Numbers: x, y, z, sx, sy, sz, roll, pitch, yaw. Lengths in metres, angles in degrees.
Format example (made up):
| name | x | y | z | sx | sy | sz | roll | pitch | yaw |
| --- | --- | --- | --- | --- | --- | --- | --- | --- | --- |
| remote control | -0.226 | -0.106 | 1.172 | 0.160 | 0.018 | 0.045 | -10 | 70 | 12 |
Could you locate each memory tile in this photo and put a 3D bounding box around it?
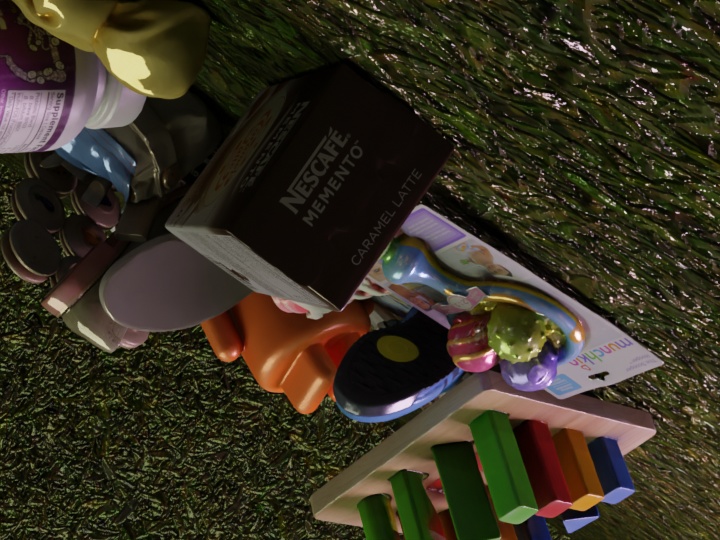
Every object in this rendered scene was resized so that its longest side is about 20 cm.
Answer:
| name | x | y | z | sx | sy | sz | roll | pitch | yaw |
| --- | --- | --- | --- | --- | --- | --- | --- | --- | --- |
| memory tile | -0.222 | -0.040 | 1.341 | 0.153 | 0.017 | 0.201 | 39 | -146 | -29 |

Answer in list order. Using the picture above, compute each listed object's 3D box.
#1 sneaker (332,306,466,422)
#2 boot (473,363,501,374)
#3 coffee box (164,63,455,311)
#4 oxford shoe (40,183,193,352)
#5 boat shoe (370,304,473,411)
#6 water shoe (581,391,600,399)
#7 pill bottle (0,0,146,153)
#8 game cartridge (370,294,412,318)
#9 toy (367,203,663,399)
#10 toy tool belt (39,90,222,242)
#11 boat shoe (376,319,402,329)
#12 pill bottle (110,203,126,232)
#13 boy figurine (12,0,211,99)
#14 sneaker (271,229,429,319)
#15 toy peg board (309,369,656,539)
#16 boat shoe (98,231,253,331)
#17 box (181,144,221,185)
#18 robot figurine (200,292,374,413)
| name | x | y | z | sx | sy | sz | roll | pitch | yaw |
| --- | --- | --- | --- | --- | --- | --- | --- | --- | --- |
| sneaker | 0.037 | 0.072 | 1.132 | 0.066 | 0.079 | 0.200 | 27 | -150 | 16 |
| boot | 0.091 | 0.113 | 1.266 | 0.070 | 0.146 | 0.200 | 58 | -175 | 21 |
| coffee box | -0.037 | -0.048 | 0.947 | 0.080 | 0.115 | 0.200 | 36 | 172 | -15 |
| oxford shoe | -0.174 | -0.001 | 1.286 | 0.074 | 0.200 | 0.071 | 47 | 131 | -5 |
| boat shoe | 0.051 | 0.092 | 1.558 | 0.200 | 0.068 | 0.075 | 44 | -177 | 38 |
| water shoe | 0.144 | 0.126 | 1.409 | 0.071 | 0.079 | 0.200 | 36 | 173 | -14 |
| pill bottle | -0.240 | -0.131 | 1.041 | 0.199 | 0.113 | 0.112 | -7 | -157 | -39 |
| game cartridge | 0.031 | 0.006 | 1.314 | 0.133 | 0.042 | 0.200 | 43 | 170 | -28 |
| toy | 0.083 | 0.038 | 1.051 | 0.200 | 0.047 | 0.115 | 35 | 151 | -17 |
| toy tool belt | -0.213 | -0.114 | 1.257 | 0.199 | 0.123 | 0.125 | 32 | 172 | 19 |
| boat shoe | 0.060 | 0.068 | 1.415 | 0.073 | 0.062 | 0.200 | 64 | -175 | 9 |
| pill bottle | -0.146 | -0.021 | 1.629 | 0.200 | 0.110 | 0.110 | 35 | 173 | -10 |
| boy figurine | -0.179 | -0.173 | 0.957 | 0.199 | 0.065 | 0.124 | 32 | 174 | 10 |
| sneaker | 0.000 | 0.000 | 1.138 | 0.200 | 0.105 | 0.075 | 26 | 168 | 42 |
| toy peg board | 0.104 | 0.183 | 1.232 | 0.198 | 0.200 | 0.098 | 17 | -134 | -40 |
| boat shoe | -0.113 | -0.016 | 1.247 | 0.093 | 0.199 | 0.075 | 32 | 138 | 63 |
| box | -0.207 | -0.130 | 1.434 | 0.199 | 0.046 | 0.159 | 34 | 172 | 0 |
| robot figurine | -0.068 | 0.025 | 1.417 | 0.201 | 0.143 | 0.117 | 59 | 180 | 23 |
